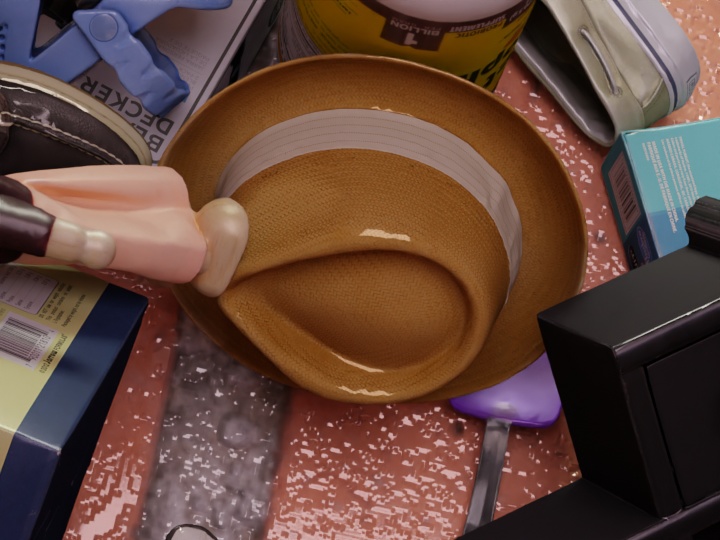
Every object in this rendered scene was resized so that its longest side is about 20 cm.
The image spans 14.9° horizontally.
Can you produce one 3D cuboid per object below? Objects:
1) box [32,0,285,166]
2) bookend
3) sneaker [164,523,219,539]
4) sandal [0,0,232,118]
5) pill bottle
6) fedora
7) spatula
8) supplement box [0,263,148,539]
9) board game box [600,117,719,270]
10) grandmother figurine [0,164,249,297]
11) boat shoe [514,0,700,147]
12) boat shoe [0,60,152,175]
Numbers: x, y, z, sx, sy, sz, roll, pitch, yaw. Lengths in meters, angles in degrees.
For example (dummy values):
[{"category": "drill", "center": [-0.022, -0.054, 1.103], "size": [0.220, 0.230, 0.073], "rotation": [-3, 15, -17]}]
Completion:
[{"category": "box", "center": [-0.100, -0.137, 1.328], "size": [0.116, 0.060, 0.201], "rotation": [28, 67, 3]}, {"category": "bookend", "center": [0.118, 0.101, 1.204], "size": [0.198, 0.092, 0.201], "rotation": [-23, 108, -18]}, {"category": "sneaker", "center": [-0.095, 0.169, 1.173], "size": [0.080, 0.199, 0.116], "rotation": [-40, 59, 23]}, {"category": "sandal", "center": [-0.150, -0.113, 1.240], "size": [0.199, 0.080, 0.088], "rotation": [2, 103, 3]}, {"category": "pill bottle", "center": [0.021, -0.123, 1.267], "size": [0.109, 0.200, 0.110], "rotation": [3, 68, -8]}, {"category": "fedora", "center": [0.000, 0.000, 1.221], "size": [0.199, 0.201, 0.082], "rotation": [17, 33, -3]}, {"category": "spatula", "center": [0.057, 0.109, 1.279], "size": [0.056, 0.021, 0.201], "rotation": [11, 69, 8]}, {"category": "supplement box", "center": [-0.216, 0.062, 1.137], "size": [0.199, 0.200, 0.135], "rotation": [21, 107, -1]}, {"category": "board game box", "center": [0.234, -0.006, 1.341], "size": [0.199, 0.047, 0.152], "rotation": [-10, 72, -13]}, {"category": "grandmother figurine", "center": [-0.150, -0.024, 1.144], "size": [0.199, 0.121, 0.061], "rotation": [8, 82, -43]}, {"category": "boat shoe", "center": [0.083, -0.148, 1.356], "size": [0.200, 0.072, 0.062], "rotation": [46, 60, 7]}, {"category": "boat shoe", "center": [-0.192, -0.059, 1.219], "size": [0.199, 0.073, 0.065], "rotation": [17, 47, -7]}]
